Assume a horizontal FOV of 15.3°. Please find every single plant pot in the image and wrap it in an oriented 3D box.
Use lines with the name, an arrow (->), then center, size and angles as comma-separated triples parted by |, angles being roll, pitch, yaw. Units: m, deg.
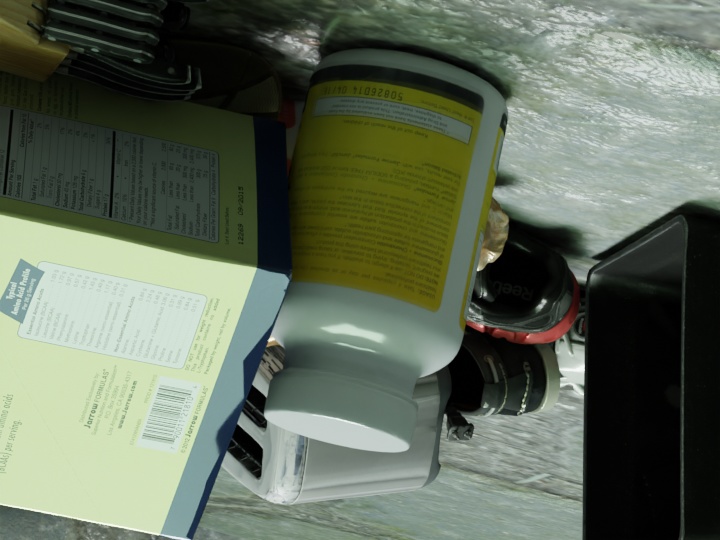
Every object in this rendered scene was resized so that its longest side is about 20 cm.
plant pot -> 0.251, 0.085, 1.677 | 0.177, 0.200, 0.200 | 3, 169, -11

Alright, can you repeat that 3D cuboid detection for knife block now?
knife block -> -0.182, -0.138, 1.387 | 0.199, 0.064, 0.175 | 5, 165, 31

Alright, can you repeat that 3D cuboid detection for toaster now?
toaster -> -0.030, 0.084, 1.776 | 0.129, 0.114, 0.200 | -8, -151, -30

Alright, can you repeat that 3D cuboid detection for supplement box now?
supplement box -> -0.160, 0.014, 1.434 | 0.199, 0.134, 0.200 | 13, 126, -13

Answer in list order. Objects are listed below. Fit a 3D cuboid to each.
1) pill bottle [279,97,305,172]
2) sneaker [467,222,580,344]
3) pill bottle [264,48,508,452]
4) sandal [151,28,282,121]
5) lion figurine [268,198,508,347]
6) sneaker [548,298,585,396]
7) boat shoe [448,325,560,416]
pill bottle -> -0.127, -0.051, 1.542 | 0.199, 0.112, 0.111 | 5, 168, -7
sneaker -> 0.048, -0.003, 1.731 | 0.200, 0.071, 0.098 | 11, 168, -1
pill bottle -> 0.008, -0.010, 1.444 | 0.112, 0.201, 0.112 | 12, 167, 3
sandal -> -0.141, -0.114, 1.474 | 0.199, 0.082, 0.055 | 10, -169, -17
lion figurine -> 0.000, 0.000, 1.675 | 0.122, 0.073, 0.200 | 25, 136, -14
sneaker -> 0.143, 0.043, 1.869 | 0.199, 0.074, 0.089 | 11, 153, 3
boat shoe -> 0.047, 0.054, 1.829 | 0.067, 0.072, 0.200 | -17, -156, -34
